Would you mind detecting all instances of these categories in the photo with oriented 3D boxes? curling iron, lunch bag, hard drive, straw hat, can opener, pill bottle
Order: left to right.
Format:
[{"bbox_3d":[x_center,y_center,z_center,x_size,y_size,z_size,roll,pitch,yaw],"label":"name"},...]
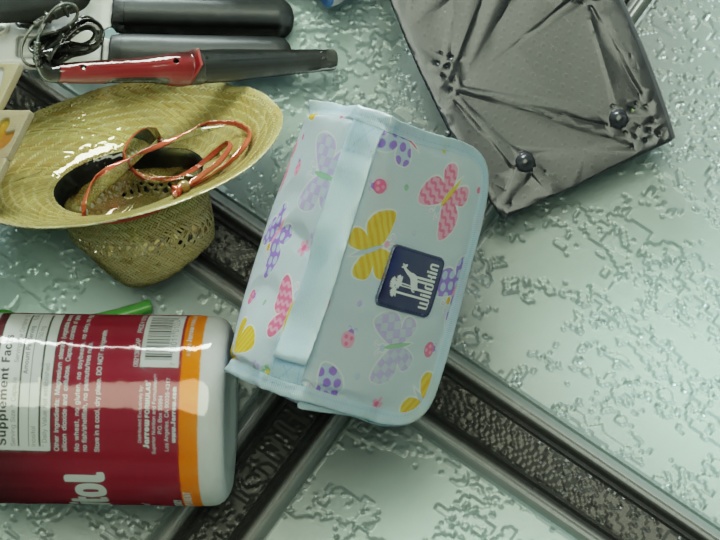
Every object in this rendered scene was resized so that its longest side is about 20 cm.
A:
[{"bbox_3d":[-0.175,0.081,1.485,0.199,0.113,0.113,1,72,3],"label":"pill bottle"},{"bbox_3d":[-0.143,-0.155,1.585,0.199,0.067,0.054,1,72,2],"label":"can opener"},{"bbox_3d":[-0.135,-0.037,1.532,0.200,0.085,0.201,-11,29,6],"label":"straw hat"},{"bbox_3d":[-0.108,-0.134,1.547,0.199,0.026,0.050,3,95,-17],"label":"curling iron"},{"bbox_3d":[0.000,0.000,1.444,0.127,0.200,0.170,17,87,9],"label":"lunch bag"},{"bbox_3d":[0.097,-0.145,1.566,0.135,0.042,0.201,-25,88,-6],"label":"hard drive"}]

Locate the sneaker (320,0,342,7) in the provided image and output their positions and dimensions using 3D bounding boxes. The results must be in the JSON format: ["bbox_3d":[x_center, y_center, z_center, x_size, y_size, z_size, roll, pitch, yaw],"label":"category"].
[{"bbox_3d":[-0.076,-0.230,1.598,0.199,0.074,0.082,22,61,10],"label":"sneaker"}]

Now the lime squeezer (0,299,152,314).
[{"bbox_3d":[-0.232,0.025,1.553,0.199,0.038,0.071,15,42,7],"label":"lime squeezer"}]

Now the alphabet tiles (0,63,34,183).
[{"bbox_3d":[-0.275,-0.040,1.527,0.166,0.006,0.201,3,63,46],"label":"alphabet tiles"}]
